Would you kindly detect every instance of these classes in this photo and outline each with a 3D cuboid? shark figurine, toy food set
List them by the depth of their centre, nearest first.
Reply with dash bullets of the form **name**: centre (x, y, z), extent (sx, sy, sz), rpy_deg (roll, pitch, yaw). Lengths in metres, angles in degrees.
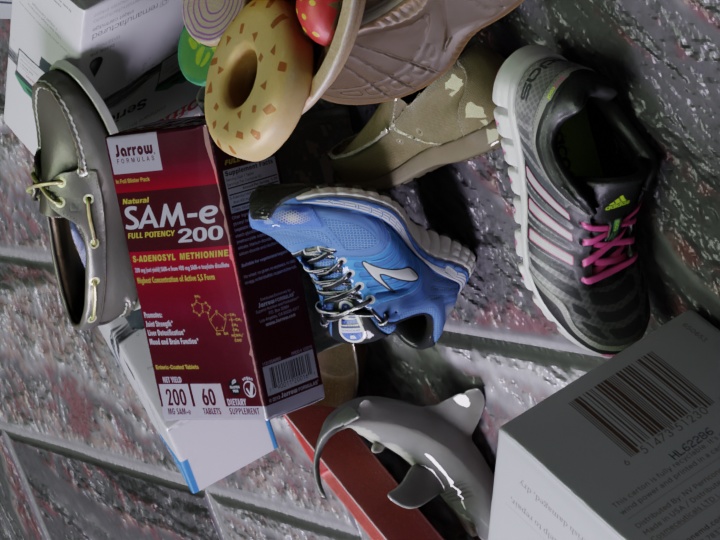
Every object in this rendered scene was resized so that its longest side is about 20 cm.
- **toy food set**: centre (-0.061, -0.184, 1.540), extent (0.198, 0.049, 0.200), rpy_deg (59, 136, 39)
- **shark figurine**: centre (0.042, 0.110, 1.781), extent (0.089, 0.214, 0.128), rpy_deg (-38, 46, 25)

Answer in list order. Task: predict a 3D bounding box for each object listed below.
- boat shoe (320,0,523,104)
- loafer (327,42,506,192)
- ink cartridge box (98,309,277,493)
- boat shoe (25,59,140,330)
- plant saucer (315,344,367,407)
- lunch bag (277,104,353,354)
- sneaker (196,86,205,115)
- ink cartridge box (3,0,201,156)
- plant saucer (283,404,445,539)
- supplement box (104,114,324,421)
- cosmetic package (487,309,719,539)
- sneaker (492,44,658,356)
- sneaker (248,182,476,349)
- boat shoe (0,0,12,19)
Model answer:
- **boat shoe**: centre (0.036, -0.167, 1.526), extent (0.200, 0.072, 0.065), rpy_deg (-35, 41, 42)
- **loafer**: centre (0.044, -0.100, 1.618), extent (0.200, 0.076, 0.068), rpy_deg (-18, 99, 51)
- **ink cartridge box**: centre (-0.152, 0.055, 1.998), extent (0.200, 0.086, 0.147), rpy_deg (56, 171, 24)
- **boat shoe**: centre (-0.199, -0.050, 1.774), extent (0.072, 0.060, 0.202), rpy_deg (26, 137, 47)
- **plant saucer**: centre (-0.053, 0.020, 1.918), extent (0.200, 0.037, 0.201), rpy_deg (40, 146, 34)
- **lunch bag**: centre (-0.087, -0.019, 1.791), extent (0.200, 0.117, 0.165), rpy_deg (-9, 98, 48)
- **sneaker**: centre (-0.057, -0.199, 1.691), extent (0.074, 0.089, 0.200), rpy_deg (26, 117, 10)
- **ink cartridge box**: centre (-0.176, -0.175, 1.824), extent (0.084, 0.146, 0.200), rpy_deg (46, 149, 22)
- **plant saucer**: centre (0.026, 0.190, 1.883), extent (0.200, 0.037, 0.200), rpy_deg (51, 174, 20)
- **supplement box**: centre (-0.098, -0.002, 1.683), extent (0.109, 0.061, 0.201), rpy_deg (-4, 100, 45)
- **cosmetic package**: centre (0.189, 0.170, 1.521), extent (0.166, 0.167, 0.200), rpy_deg (40, 147, 32)
- **sneaker**: centre (0.139, -0.037, 1.511), extent (0.087, 0.074, 0.201), rpy_deg (14, 123, 61)
- **sneaker**: centre (0.000, 0.000, 1.653), extent (0.078, 0.089, 0.200), rpy_deg (1, 161, 44)
- **boat shoe**: centre (-0.248, -0.232, 1.971), extent (0.200, 0.072, 0.066), rpy_deg (20, 126, 51)
